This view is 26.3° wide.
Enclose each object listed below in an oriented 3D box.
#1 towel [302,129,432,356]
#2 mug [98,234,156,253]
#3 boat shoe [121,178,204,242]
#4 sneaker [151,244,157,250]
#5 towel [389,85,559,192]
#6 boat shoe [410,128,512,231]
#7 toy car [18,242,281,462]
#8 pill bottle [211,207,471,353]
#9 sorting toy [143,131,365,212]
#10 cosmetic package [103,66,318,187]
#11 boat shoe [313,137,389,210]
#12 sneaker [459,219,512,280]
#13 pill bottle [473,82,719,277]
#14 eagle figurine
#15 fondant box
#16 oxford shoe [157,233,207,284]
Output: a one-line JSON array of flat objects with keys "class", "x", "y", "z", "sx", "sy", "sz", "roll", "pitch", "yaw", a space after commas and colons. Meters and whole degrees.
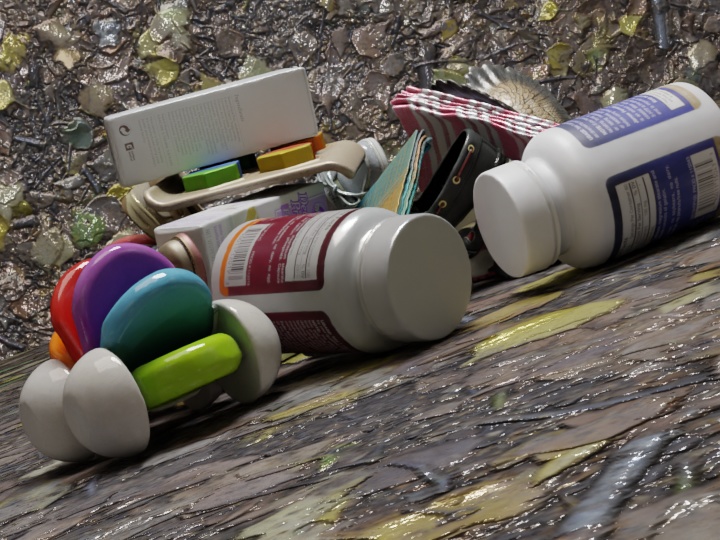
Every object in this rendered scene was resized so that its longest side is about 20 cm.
[{"class": "towel", "x": 0.008, "y": -0.025, "z": 1.388, "sx": 0.147, "sy": 0.022, "sz": 0.201, "roll": -51, "pitch": 14, "yaw": 35}, {"class": "mug", "x": -0.228, "y": 0.071, "z": 1.563, "sx": 0.132, "sy": 0.179, "sz": 0.200, "roll": 12, "pitch": 12, "yaw": -8}, {"class": "boat shoe", "x": -0.156, "y": -0.027, "z": 1.601, "sx": 0.065, "sy": 0.200, "sz": 0.071, "roll": -48, "pitch": 6, "yaw": 12}, {"class": "sneaker", "x": -0.133, "y": -0.010, "z": 1.481, "sx": 0.081, "sy": 0.074, "sz": 0.199, "roll": -34, "pitch": -10, "yaw": 36}, {"class": "towel", "x": 0.129, "y": -0.099, "z": 1.472, "sx": 0.199, "sy": 0.147, "sz": 0.030, "roll": 18, "pitch": 60, "yaw": 30}, {"class": "boat shoe", "x": 0.057, "y": -0.040, "z": 1.423, "sx": 0.202, "sy": 0.063, "sz": 0.074, "roll": -52, "pitch": 15, "yaw": 6}, {"class": "toy car", "x": -0.173, "y": 0.054, "z": 1.191, "sx": 0.174, "sy": 0.151, "sz": 0.199, "roll": -22, "pitch": 4, "yaw": -34}, {"class": "pill bottle", "x": -0.016, "y": 0.009, "z": 1.226, "sx": 0.199, "sy": 0.115, "sz": 0.114, "roll": -3, "pitch": 15, "yaw": 45}, {"class": "sorting toy", "x": -0.099, "y": -0.100, "z": 1.499, "sx": 0.198, "sy": 0.037, "sz": 0.185, "roll": -9, "pitch": 10, "yaw": 6}, {"class": "cosmetic package", "x": -0.148, "y": -0.142, "z": 1.518, "sx": 0.198, "sy": 0.075, "sz": 0.102, "roll": -15, "pitch": 10, "yaw": -9}, {"class": "boat shoe", "x": -0.033, "y": -0.067, "z": 1.662, "sx": 0.064, "sy": 0.075, "sz": 0.202, "roll": -17, "pitch": -19, "yaw": -39}, {"class": "sneaker", "x": 0.137, "y": -0.038, "z": 1.474, "sx": 0.080, "sy": 0.075, "sz": 0.200, "roll": -21, "pitch": 3, "yaw": -17}, {"class": "pill bottle", "x": 0.200, "y": -0.070, "z": 1.272, "sx": 0.199, "sy": 0.121, "sz": 0.120, "roll": -20, "pitch": 4, "yaw": -18}, {"class": "eagle figurine", "x": 0.164, "y": -0.123, "z": 1.576, "sx": 0.150, "sy": 0.201, "sz": 0.152, "roll": -20, "pitch": 4, "yaw": -19}, {"class": "fondant box", "x": -0.095, "y": 0.008, "z": 1.415, "sx": 0.058, "sy": 0.146, "sz": 0.200, "roll": -5, "pitch": 12, "yaw": 32}, {"class": "oxford shoe", "x": -0.184, "y": 0.054, "z": 1.314, "sx": 0.074, "sy": 0.071, "sz": 0.201, "roll": -12, "pitch": -41, "yaw": -38}]
